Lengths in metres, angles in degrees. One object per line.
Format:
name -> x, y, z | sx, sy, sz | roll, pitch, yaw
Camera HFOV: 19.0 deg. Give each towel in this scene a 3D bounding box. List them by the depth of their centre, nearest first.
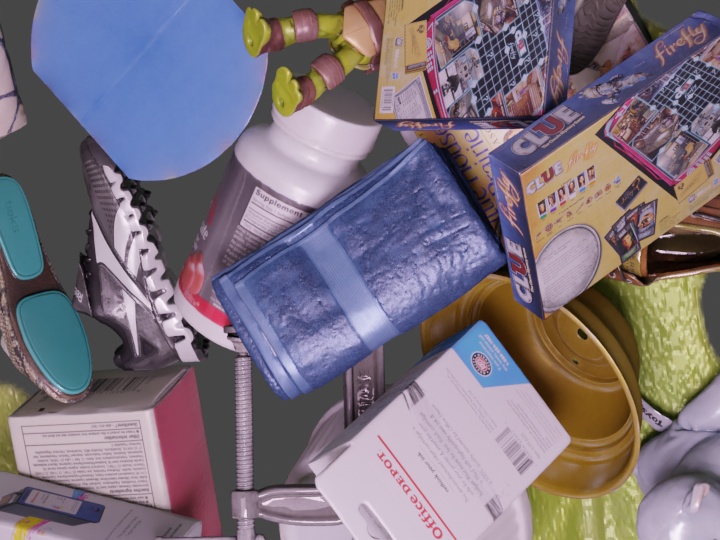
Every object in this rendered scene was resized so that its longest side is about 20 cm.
towel -> 0.000, 0.000, 1.552 | 0.199, 0.049, 0.112 | -33, 78, 6

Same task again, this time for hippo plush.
hippo plush -> 0.266, 0.156, 1.590 | 0.199, 0.161, 0.160 | 26, 112, 5

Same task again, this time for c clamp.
c clamp -> -0.063, 0.112, 1.595 | 0.170, 0.027, 0.201 | 4, 87, 6

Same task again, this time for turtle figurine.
turtle figurine -> -0.005, -0.183, 1.579 | 0.161, 0.064, 0.201 | -20, 90, -25

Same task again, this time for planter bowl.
planter bowl -> 0.148, 0.067, 1.617 | 0.200, 0.083, 0.201 | 28, 139, 28

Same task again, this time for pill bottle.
pill bottle -> -0.058, -0.043, 1.638 | 0.110, 0.111, 0.201 | 27, 111, 5

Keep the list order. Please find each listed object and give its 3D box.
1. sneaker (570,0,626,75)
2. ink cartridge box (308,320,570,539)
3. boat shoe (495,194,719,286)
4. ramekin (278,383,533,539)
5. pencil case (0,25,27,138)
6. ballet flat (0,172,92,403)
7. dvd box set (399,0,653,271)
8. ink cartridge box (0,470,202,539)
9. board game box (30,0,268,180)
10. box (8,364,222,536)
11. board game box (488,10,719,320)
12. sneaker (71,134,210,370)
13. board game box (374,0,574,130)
sneaker -> 0.157, -0.249, 1.540 | 0.106, 0.075, 0.201 | 36, 95, 33
ink cartridge box -> 0.046, 0.142, 1.550 | 0.116, 0.200, 0.067 | 53, 145, -5
boat shoe -> 0.198, -0.027, 1.574 | 0.199, 0.068, 0.072 | -8, 131, 6
ramekin -> 0.026, 0.197, 1.672 | 0.201, 0.094, 0.203 | 14, 120, 26
pencil case -> -0.324, -0.184, 1.677 | 0.089, 0.078, 0.201 | -15, 104, -3
ballet flat -> -0.273, 0.021, 1.728 | 0.075, 0.068, 0.201 | -32, 77, 46
dvd box set -> 0.143, -0.104, 1.611 | 0.199, 0.029, 0.147 | -28, 99, 20
ink cartridge box -> -0.236, 0.250, 1.672 | 0.199, 0.088, 0.146 | 13, 111, 13
board game box -> -0.159, -0.169, 1.660 | 0.200, 0.039, 0.158 | 47, 108, 10
box -> -0.192, 0.189, 1.746 | 0.127, 0.109, 0.201 | -4, 106, 16
board game box -> 0.181, -0.074, 1.486 | 0.035, 0.200, 0.136 | 36, 151, 41
sneaker -> -0.195, -0.006, 1.701 | 0.090, 0.066, 0.201 | -20, 103, 4
board game box -> 0.084, -0.200, 1.507 | 0.135, 0.035, 0.201 | 2, 82, 31
